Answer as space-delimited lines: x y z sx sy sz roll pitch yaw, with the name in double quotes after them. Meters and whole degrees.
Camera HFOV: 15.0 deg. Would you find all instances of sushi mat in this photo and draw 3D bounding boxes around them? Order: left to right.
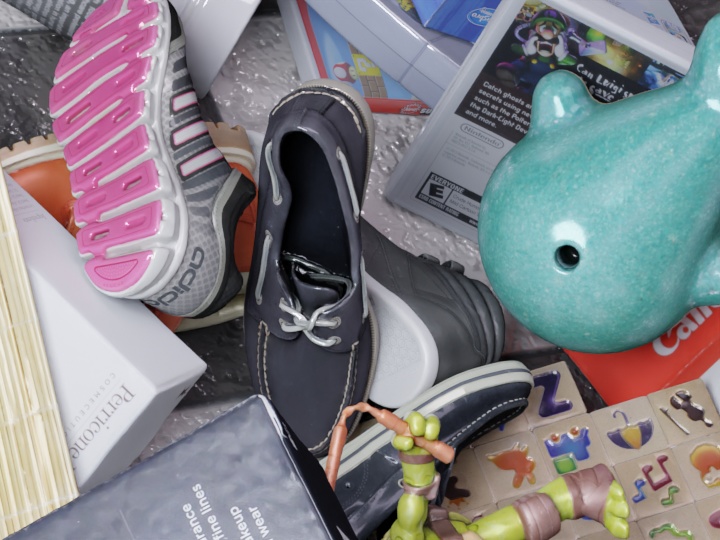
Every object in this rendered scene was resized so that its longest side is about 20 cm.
-0.192 0.035 1.280 0.012 0.095 0.202 -13 90 -75 "sushi mat"

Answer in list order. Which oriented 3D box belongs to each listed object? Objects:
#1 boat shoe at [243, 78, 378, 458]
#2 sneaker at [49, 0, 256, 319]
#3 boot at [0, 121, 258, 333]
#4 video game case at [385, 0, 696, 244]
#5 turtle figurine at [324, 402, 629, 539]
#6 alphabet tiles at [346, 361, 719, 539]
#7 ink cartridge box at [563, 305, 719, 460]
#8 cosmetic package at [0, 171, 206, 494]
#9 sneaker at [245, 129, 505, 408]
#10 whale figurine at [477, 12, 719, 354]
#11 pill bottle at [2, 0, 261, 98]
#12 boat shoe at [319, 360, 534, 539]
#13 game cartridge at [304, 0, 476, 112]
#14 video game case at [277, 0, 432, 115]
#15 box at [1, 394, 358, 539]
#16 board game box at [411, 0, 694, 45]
-0.030 0.007 1.376 0.072 0.202 0.063 8 19 12 "boat shoe"
-0.099 -0.055 1.369 0.087 0.073 0.201 37 32 -42 "sneaker"
-0.135 -0.013 1.412 0.199 0.075 0.108 -7 71 -26 "boot"
0.138 -0.061 1.519 0.199 0.182 0.023 26 43 -8 "video game case"
0.049 0.154 1.328 0.160 0.064 0.202 -7 99 -19 "turtle figurine"
0.107 0.127 1.426 0.199 0.008 0.168 -16 62 -12 "alphabet tiles"
0.202 0.063 1.469 0.200 0.162 0.050 52 28 16 "ink cartridge box"
-0.184 0.020 1.324 0.200 0.102 0.071 42 17 8 "cosmetic package"
0.000 0.000 1.484 0.099 0.071 0.200 3 38 -51 "sneaker"
0.146 -0.042 1.435 0.159 0.200 0.104 48 25 4 "whale figurine"
-0.149 -0.185 1.508 0.199 0.114 0.114 31 46 -4 "pill bottle"
0.015 0.112 1.384 0.199 0.075 0.062 -32 79 -27 "boat shoe"
0.013 -0.169 1.587 0.200 0.041 0.133 44 31 8 "game cartridge"
0.043 -0.153 1.654 0.199 0.017 0.144 1 55 -28 "video game case"
-0.073 0.196 1.184 0.199 0.118 0.198 -28 66 1 "box"
0.092 -0.198 1.638 0.199 0.043 0.200 16 38 -37 "board game box"
